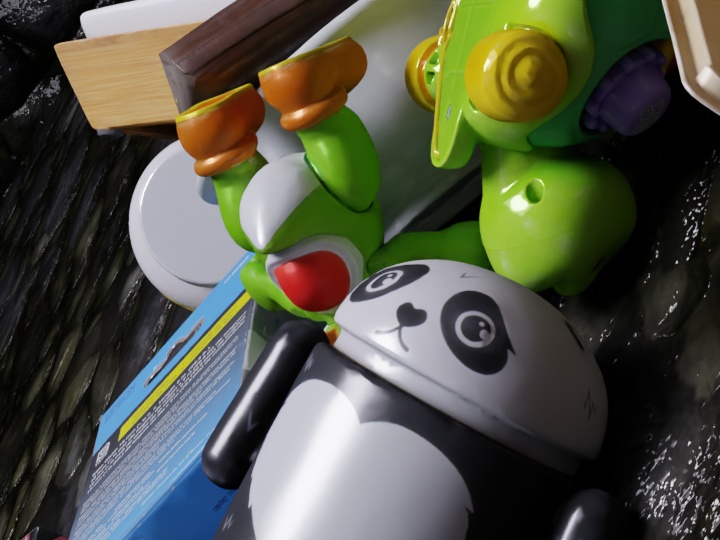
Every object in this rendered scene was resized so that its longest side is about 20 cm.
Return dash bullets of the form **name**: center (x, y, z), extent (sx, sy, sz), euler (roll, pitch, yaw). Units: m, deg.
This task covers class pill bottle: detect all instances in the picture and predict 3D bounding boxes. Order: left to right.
- **pill bottle**: center (-0.082, -0.028, 1.099), extent (0.200, 0.111, 0.111), euler (68, -134, -87)

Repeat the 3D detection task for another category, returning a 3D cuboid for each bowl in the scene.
- **bowl**: center (0.020, -0.070, 0.918), extent (0.201, 0.090, 0.201), euler (-38, -9, -7)

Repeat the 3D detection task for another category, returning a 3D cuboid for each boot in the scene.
- **boot**: center (-0.018, -0.130, 0.921), extent (0.200, 0.064, 0.186), euler (-42, -10, -5)

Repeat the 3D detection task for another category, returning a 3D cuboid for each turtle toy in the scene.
- **turtle toy**: center (0.085, -0.090, 0.762), extent (0.146, 0.101, 0.200), euler (-149, 73, -76)

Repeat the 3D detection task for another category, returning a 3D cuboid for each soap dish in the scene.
- **soap dish**: center (-0.064, -0.124, 1.103), extent (0.200, 0.157, 0.081), euler (-2, 87, 36)

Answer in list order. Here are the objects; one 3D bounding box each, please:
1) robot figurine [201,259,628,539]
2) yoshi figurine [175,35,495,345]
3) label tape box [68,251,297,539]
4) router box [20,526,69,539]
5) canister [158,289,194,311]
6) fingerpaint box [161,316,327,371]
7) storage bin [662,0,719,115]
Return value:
- **robot figurine**: center (0.015, 0.093, 0.707), extent (0.200, 0.150, 0.125), euler (-62, 7, 0)
- **yoshi figurine**: center (0.002, -0.002, 0.823), extent (0.112, 0.200, 0.112), euler (-26, 5, -17)
- **label tape box**: center (-0.077, 0.091, 0.880), extent (0.144, 0.063, 0.200), euler (-47, 15, 18)
- **router box**: center (-0.147, 0.216, 0.982), extent (0.200, 0.150, 0.062), euler (-38, 31, 55)
- **canister**: center (-0.077, -0.067, 1.275), extent (0.200, 0.086, 0.149), euler (-66, 18, 2)
- **fingerpaint box**: center (-0.079, 0.116, 1.048), extent (0.200, 0.073, 0.167), euler (-36, 34, 58)
- **storage bin**: center (0.191, -0.157, 0.591), extent (0.200, 0.094, 0.199), euler (-53, 20, 33)
